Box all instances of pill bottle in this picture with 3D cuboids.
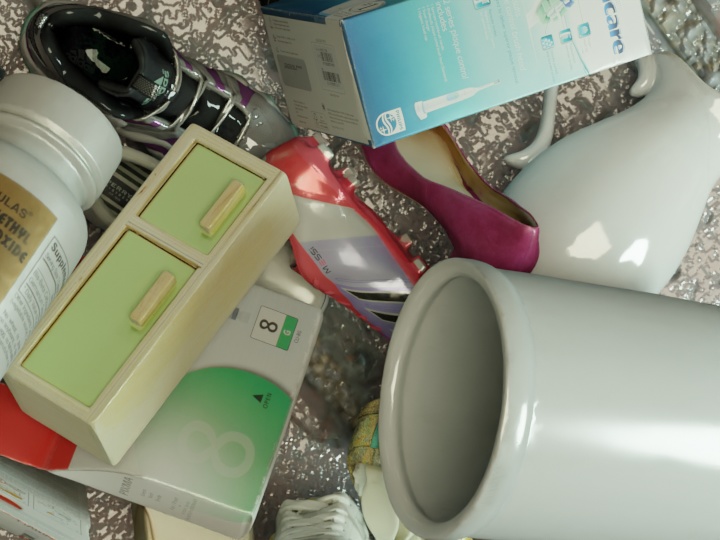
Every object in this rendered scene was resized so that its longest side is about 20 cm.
[{"bbox_3d":[-0.228,-0.017,1.503,0.114,0.114,0.200,36,60,-10],"label":"pill bottle"}]

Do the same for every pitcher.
[{"bbox_3d":[0.157,-0.066,1.683,0.172,0.121,0.200,42,76,11],"label":"pitcher"}]

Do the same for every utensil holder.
[{"bbox_3d":[0.135,0.089,1.554,0.200,0.170,0.170,8,93,-26],"label":"utensil holder"}]

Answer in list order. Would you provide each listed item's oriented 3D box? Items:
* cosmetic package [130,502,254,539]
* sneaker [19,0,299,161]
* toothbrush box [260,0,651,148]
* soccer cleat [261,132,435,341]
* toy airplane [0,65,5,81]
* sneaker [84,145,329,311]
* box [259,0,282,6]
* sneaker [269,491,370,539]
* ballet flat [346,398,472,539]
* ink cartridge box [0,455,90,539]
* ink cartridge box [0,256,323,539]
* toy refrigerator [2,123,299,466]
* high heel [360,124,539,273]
[{"bbox_3d":[-0.106,0.213,1.656,0.073,0.104,0.200,-7,94,-10],"label":"cosmetic package"},{"bbox_3d":[-0.125,-0.110,1.609,0.200,0.140,0.078,24,89,-10],"label":"sneaker"},{"bbox_3d":[0.059,-0.152,1.598,0.200,0.146,0.085,-18,105,-18],"label":"toothbrush box"},{"bbox_3d":[0.000,0.000,1.654,0.076,0.067,0.200,-37,106,7],"label":"soccer cleat"},{"bbox_3d":[-0.324,-0.069,1.582,0.199,0.141,0.200,-4,80,-40],"label":"toy airplane"},{"bbox_3d":[-0.109,-0.018,1.654,0.200,0.071,0.073,28,89,-10],"label":"sneaker"},{"bbox_3d":[0.010,-0.225,1.592,0.160,0.200,0.044,-21,86,-6],"label":"box"},{"bbox_3d":[-0.032,0.183,1.621,0.076,0.200,0.081,-6,80,1],"label":"sneaker"},{"bbox_3d":[0.032,0.170,1.655,0.071,0.071,0.200,-22,129,-7],"label":"ballet flat"},{"bbox_3d":[-0.247,0.135,1.577,0.162,0.200,0.050,30,95,-10],"label":"ink cartridge box"},{"bbox_3d":[-0.140,0.063,1.592,0.200,0.050,0.161,21,56,-4],"label":"ink cartridge box"},{"bbox_3d":[-0.128,0.012,1.552,0.076,0.070,0.200,29,69,22],"label":"toy refrigerator"},{"bbox_3d":[0.058,-0.070,1.626,0.067,0.096,0.200,1,54,-28],"label":"high heel"}]
